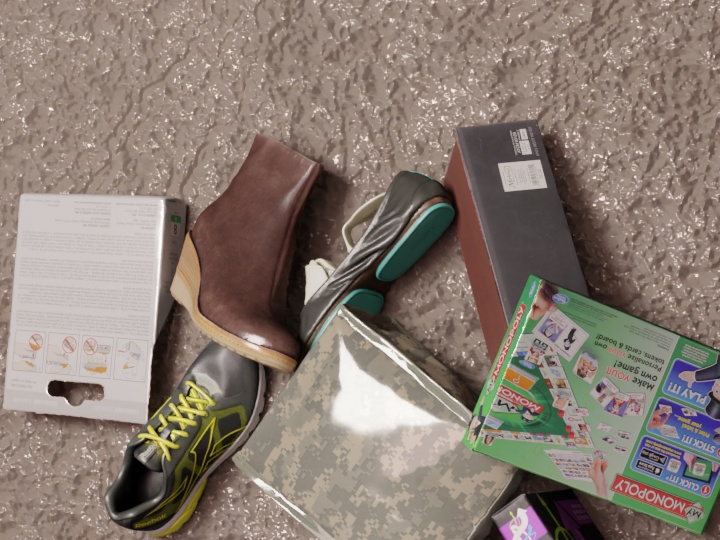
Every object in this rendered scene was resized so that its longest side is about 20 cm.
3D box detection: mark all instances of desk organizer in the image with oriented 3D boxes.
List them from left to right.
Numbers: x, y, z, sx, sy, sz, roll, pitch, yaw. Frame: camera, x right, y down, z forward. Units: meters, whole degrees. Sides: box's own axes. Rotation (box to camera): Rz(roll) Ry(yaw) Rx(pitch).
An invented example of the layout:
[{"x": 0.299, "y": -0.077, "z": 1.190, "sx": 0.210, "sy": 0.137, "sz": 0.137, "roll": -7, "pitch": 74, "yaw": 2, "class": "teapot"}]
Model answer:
[{"x": 0.123, "y": -0.013, "z": 1.183, "sx": 0.071, "sy": 0.077, "sz": 0.202, "roll": -7, "pitch": 62, "yaw": -11, "class": "desk organizer"}]

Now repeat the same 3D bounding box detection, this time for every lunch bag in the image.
[{"x": 0.029, "y": 0.151, "z": 1.188, "sx": 0.200, "sy": 0.117, "sz": 0.165, "roll": 40, "pitch": 100, "yaw": 27, "class": "lunch bag"}]

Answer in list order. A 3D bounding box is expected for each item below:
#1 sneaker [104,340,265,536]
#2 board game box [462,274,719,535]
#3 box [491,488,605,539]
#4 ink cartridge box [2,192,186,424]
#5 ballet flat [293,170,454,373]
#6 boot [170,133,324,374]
[{"x": -0.150, "y": 0.144, "z": 1.283, "sx": 0.074, "sy": 0.085, "sz": 0.201, "roll": 30, "pitch": 97, "yaw": 22, "class": "sneaker"}, {"x": 0.190, "y": 0.101, "z": 1.107, "sx": 0.199, "sy": 0.029, "sz": 0.136, "roll": 22, "pitch": 95, "yaw": -15, "class": "board game box"}, {"x": 0.182, "y": 0.253, "z": 1.095, "sx": 0.036, "sy": 0.143, "sz": 0.201, "roll": -37, "pitch": 72, "yaw": 14, "class": "box"}, {"x": -0.242, "y": 0.032, "z": 1.360, "sx": 0.160, "sy": 0.050, "sz": 0.202, "roll": 3, "pitch": 90, "yaw": 24, "class": "ink cartridge box"}, {"x": 0.000, "y": 0.000, "z": 1.247, "sx": 0.200, "sy": 0.068, "sz": 0.068, "roll": -50, "pitch": 57, "yaw": 9, "class": "ballet flat"}, {"x": -0.080, "y": -0.019, "z": 1.248, "sx": 0.200, "sy": 0.072, "sz": 0.167, "roll": 35, "pitch": 96, "yaw": 51, "class": "boot"}]
